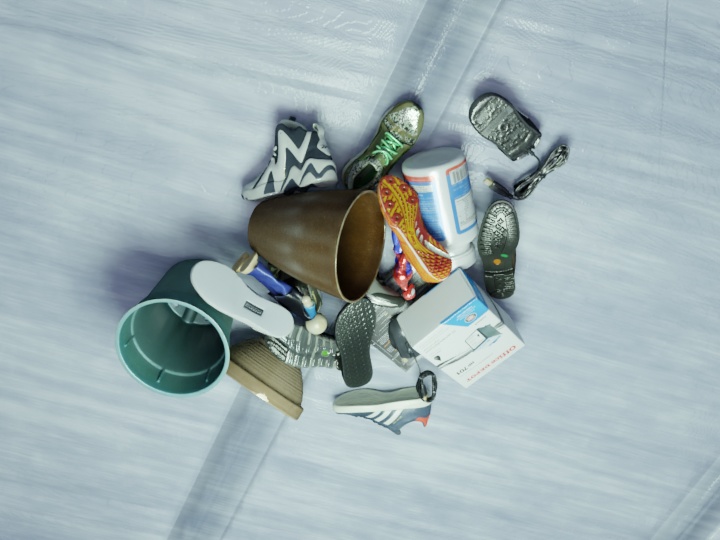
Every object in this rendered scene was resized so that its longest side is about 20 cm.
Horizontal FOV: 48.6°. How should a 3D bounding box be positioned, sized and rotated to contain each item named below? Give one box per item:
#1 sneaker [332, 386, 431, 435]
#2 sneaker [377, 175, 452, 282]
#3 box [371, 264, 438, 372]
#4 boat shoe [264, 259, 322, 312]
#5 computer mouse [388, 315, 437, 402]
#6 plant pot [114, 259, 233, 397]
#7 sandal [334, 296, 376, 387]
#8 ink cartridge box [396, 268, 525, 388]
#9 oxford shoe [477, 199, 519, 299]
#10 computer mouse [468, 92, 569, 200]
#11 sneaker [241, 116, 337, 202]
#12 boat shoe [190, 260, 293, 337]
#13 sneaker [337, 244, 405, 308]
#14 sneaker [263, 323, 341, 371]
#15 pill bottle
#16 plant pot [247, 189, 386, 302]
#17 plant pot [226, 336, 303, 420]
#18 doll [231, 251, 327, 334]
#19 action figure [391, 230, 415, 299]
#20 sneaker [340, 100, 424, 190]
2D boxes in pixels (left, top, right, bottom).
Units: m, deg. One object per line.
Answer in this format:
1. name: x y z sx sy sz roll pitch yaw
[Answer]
1. sneaker: 0.044 0.288 1.592 0.198 0.075 0.085 -2 111 3
2. sneaker: 0.079 -0.065 1.340 0.073 0.077 0.201 -27 91 -22
3. box: 0.096 0.074 1.506 0.158 0.048 0.200 38 110 -16
4. boat shoe: -0.131 0.004 1.473 0.072 0.060 0.203 -23 112 12
5. computer mouse: 0.102 0.172 1.507 0.058 0.034 0.201 -20 114 9
6. plant pot: -0.313 0.088 1.439 0.198 0.197 0.202 2 120 4
7. sandal: -0.014 0.124 1.436 0.075 0.048 0.202 -8 126 -14
8. ink cartridge box: 0.184 0.108 1.439 0.146 0.086 0.200 -39 133 13
9. oxford shoe: 0.245 -0.051 1.421 0.072 0.085 0.201 4 131 9
10. computer mouse: 0.247 -0.213 1.375 0.199 0.046 0.141 32 116 -18
11. sneaker: -0.131 -0.195 1.379 0.198 0.079 0.131 -13 80 41
12. boat shoe: -0.209 0.053 1.378 0.199 0.070 0.071 31 72 -15
13. sneaker: 0.000 0.000 1.436 0.200 0.074 0.080 36 99 11
14. sneaker: -0.101 0.143 1.503 0.199 0.115 0.076 20 88 -23
15. pill bottle: 0.144 -0.103 1.388 0.111 0.112 0.201 -11 114 7
16. plant pot: -0.084 -0.057 1.356 0.199 0.187 0.188 11 118 25
17. plant pot: -0.178 0.190 1.512 0.200 0.201 0.093 36 82 -14
18. doll: -0.133 0.043 1.403 0.200 0.136 0.049 41 73 -24
19. action figure: 0.071 -0.047 1.412 0.051 0.065 0.202 -9 96 -7
20. sneaker: 0.041 -0.197 1.359 0.077 0.089 0.200 34 111 -13
